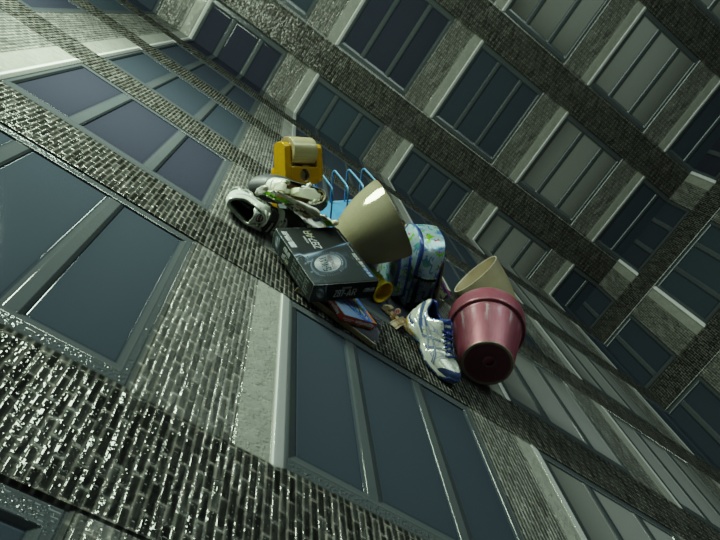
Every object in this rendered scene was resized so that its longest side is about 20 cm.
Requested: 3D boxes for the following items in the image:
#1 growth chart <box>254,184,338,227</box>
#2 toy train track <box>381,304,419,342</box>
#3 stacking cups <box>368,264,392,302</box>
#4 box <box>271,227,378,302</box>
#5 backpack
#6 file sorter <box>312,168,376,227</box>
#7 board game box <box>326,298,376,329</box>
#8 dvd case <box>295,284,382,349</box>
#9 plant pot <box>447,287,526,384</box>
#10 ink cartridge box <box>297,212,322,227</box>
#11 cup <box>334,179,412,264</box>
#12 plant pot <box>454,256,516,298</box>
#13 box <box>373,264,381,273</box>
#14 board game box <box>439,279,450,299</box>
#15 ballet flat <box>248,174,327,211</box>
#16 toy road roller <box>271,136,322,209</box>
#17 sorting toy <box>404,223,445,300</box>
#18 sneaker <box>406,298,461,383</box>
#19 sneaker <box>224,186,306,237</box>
[{"bbox_3d":[-0.146,-0.143,1.388,0.197,0.018,0.145,26,-7,-9],"label":"growth chart"},{"bbox_3d":[0.134,0.143,1.470,0.199,0.033,0.114,42,16,13],"label":"toy train track"},{"bbox_3d":[0.000,0.000,1.558,0.060,0.061,0.200,18,20,-49],"label":"stacking cups"},{"bbox_3d":[-0.077,-0.017,1.287,0.157,0.044,0.201,-2,38,-34],"label":"box"},{"bbox_3d":[0.140,-0.021,1.646,0.144,0.204,0.184,10,25,-17],"label":"backpack"},{"bbox_3d":[-0.060,-0.204,1.721,0.196,0.125,0.139,-8,35,-22],"label":"file sorter"},{"bbox_3d":[-0.051,0.045,1.300,0.102,0.020,0.201,19,24,-44],"label":"board game box"},{"bbox_3d":[-0.040,0.076,1.303,0.198,0.016,0.149,36,15,-3],"label":"dvd case"},{"bbox_3d":[0.310,0.172,1.518,0.198,0.201,0.180,34,31,-9],"label":"plant pot"},{"bbox_3d":[-0.099,-0.057,1.464,0.115,0.067,0.201,27,18,-33],"label":"ink cartridge box"},{"bbox_3d":[0.020,-0.095,1.501,0.203,0.141,0.200,62,-3,5],"label":"cup"},{"bbox_3d":[0.459,0.089,2.143,0.201,0.186,0.187,50,14,-4],"label":"plant pot"},{"bbox_3d":[0.062,-0.083,1.815,0.059,0.117,0.201,24,21,-37],"label":"box"},{"bbox_3d":[0.241,0.030,1.909,0.200,0.032,0.122,11,57,-80],"label":"board game box"},{"bbox_3d":[-0.168,-0.190,1.472,0.196,0.074,0.073,14,21,-16],"label":"ballet flat"},{"bbox_3d":[-0.183,-0.238,1.590,0.121,0.205,0.144,-7,11,-43],"label":"toy road roller"},{"bbox_3d":[0.174,-0.010,1.814,0.036,0.203,0.185,-23,49,-22],"label":"sorting toy"},{"bbox_3d":[0.176,0.154,1.382,0.074,0.088,0.202,10,42,-48],"label":"sneaker"},{"bbox_3d":[-0.213,-0.112,1.372,0.197,0.075,0.089,25,17,-9],"label":"sneaker"}]
